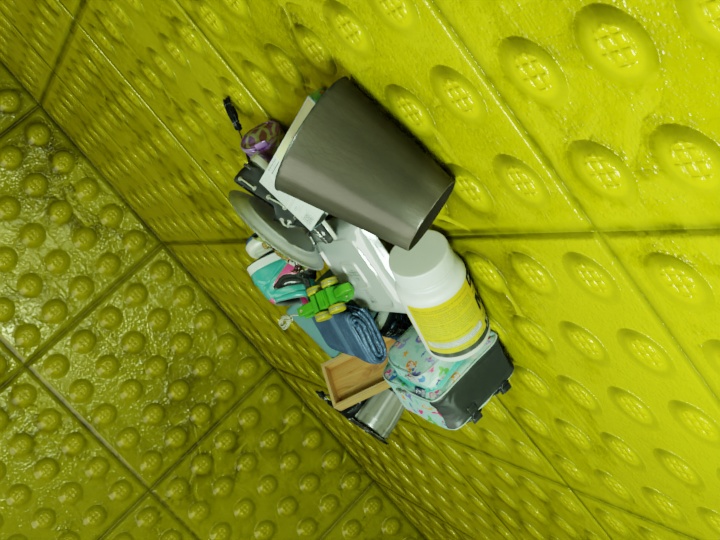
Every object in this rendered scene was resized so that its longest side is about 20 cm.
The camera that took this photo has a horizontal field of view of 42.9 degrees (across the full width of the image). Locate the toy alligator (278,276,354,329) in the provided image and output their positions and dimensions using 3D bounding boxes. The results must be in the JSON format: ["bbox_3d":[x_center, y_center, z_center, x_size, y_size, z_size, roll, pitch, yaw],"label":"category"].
[{"bbox_3d":[-0.068,0.059,1.605,0.200,0.054,0.059,-30,73,44],"label":"toy alligator"}]

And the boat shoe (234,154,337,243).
[{"bbox_3d":[-0.123,-0.105,1.494,0.200,0.060,0.074,43,174,7],"label":"boat shoe"}]

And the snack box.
[{"bbox_3d":[-0.067,-0.162,1.373,0.116,0.037,0.200,44,136,5],"label":"snack box"}]

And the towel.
[{"bbox_3d":[-0.020,0.106,1.650,0.200,0.048,0.112,9,129,63],"label":"towel"}]

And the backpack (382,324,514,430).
[{"bbox_3d":[0.135,0.163,1.559,0.151,0.178,0.200,53,161,-19],"label":"backpack"}]

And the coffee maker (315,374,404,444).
[{"bbox_3d":[0.032,0.227,1.907,0.192,0.200,0.135,34,173,13],"label":"coffee maker"}]

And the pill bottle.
[{"bbox_3d":[0.120,0.039,1.408,0.114,0.114,0.200,30,158,44],"label":"pill bottle"}]

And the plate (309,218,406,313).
[{"bbox_3d":[0.000,0.000,1.545,0.200,0.032,0.199,55,156,-16],"label":"plate"}]

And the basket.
[{"bbox_3d":[0.013,-0.126,1.221,0.200,0.181,0.136,36,-164,8],"label":"basket"}]

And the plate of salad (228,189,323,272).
[{"bbox_3d":[-0.145,-0.061,1.525,0.200,0.048,0.200,39,-167,-10],"label":"plate of salad"}]

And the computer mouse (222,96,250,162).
[{"bbox_3d":[-0.199,-0.226,1.659,0.059,0.034,0.200,152,94,-85],"label":"computer mouse"}]

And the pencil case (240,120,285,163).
[{"bbox_3d":[-0.131,-0.164,1.599,0.200,0.084,0.086,56,-162,-35],"label":"pencil case"}]

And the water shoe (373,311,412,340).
[{"bbox_3d":[0.074,0.098,1.716,0.079,0.072,0.200,31,-175,12],"label":"water shoe"}]

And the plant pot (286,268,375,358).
[{"bbox_3d":[-0.034,0.057,1.819,0.141,0.141,0.200,45,156,3],"label":"plant pot"}]

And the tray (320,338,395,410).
[{"bbox_3d":[0.025,0.195,1.838,0.037,0.200,0.099,39,-153,-58],"label":"tray"}]

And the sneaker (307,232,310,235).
[{"bbox_3d":[-0.120,-0.096,1.815,0.200,0.079,0.066,32,128,-4],"label":"sneaker"}]

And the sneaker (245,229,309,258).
[{"bbox_3d":[-0.167,-0.100,1.691,0.111,0.200,0.077,48,132,7],"label":"sneaker"}]

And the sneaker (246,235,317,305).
[{"bbox_3d":[-0.094,0.006,1.674,0.121,0.200,0.084,64,170,8],"label":"sneaker"}]

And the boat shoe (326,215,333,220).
[{"bbox_3d":[-0.073,-0.154,1.509,0.065,0.072,0.200,57,174,24],"label":"boat shoe"}]
